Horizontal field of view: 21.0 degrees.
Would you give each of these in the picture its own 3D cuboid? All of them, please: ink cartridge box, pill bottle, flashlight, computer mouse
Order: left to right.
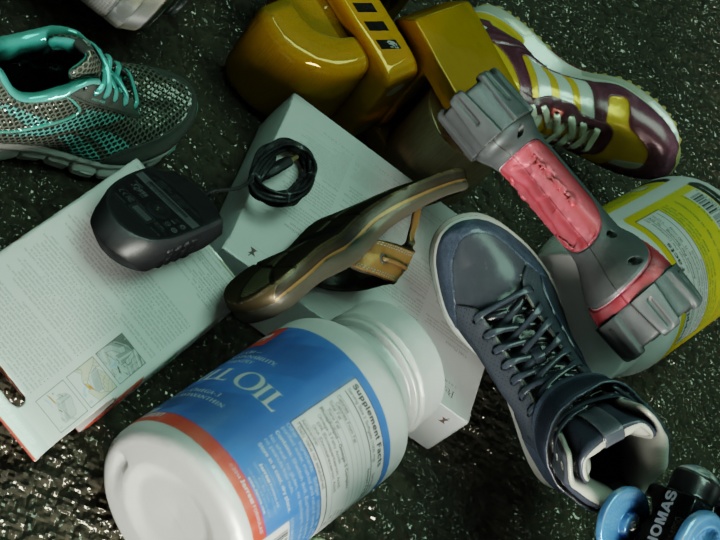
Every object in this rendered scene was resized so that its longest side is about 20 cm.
[{"bbox_3d":[-0.166,0.028,1.125,0.109,0.050,0.200,50,45,-1],"label":"ink cartridge box"},{"bbox_3d":[-0.092,-0.041,1.177,0.059,0.034,0.200,44,36,18],"label":"computer mouse"},{"bbox_3d":[-0.043,0.096,1.125,0.200,0.112,0.112,-33,85,-42],"label":"pill bottle"},{"bbox_3d":[0.128,-0.037,1.225,0.068,0.068,0.200,-38,87,-29],"label":"flashlight"},{"bbox_3d":[0.188,0.008,1.362,0.115,0.114,0.200,56,36,6],"label":"pill bottle"}]

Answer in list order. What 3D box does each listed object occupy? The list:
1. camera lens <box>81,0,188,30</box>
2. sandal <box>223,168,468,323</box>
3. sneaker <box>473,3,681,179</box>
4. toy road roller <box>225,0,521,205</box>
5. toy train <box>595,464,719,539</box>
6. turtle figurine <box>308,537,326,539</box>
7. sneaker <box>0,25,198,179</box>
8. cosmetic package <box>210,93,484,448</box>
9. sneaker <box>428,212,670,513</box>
[{"bbox_3d":[-0.168,-0.265,1.237,0.200,0.160,0.160,38,45,-13],"label":"camera lens"},{"bbox_3d":[-0.002,-0.008,1.193,0.200,0.081,0.055,-37,104,-46],"label":"sandal"},{"bbox_3d":[0.139,-0.115,1.435,0.199,0.075,0.090,31,46,12],"label":"sneaker"},{"bbox_3d":[0.001,-0.132,1.322,0.146,0.123,0.201,-25,79,-31],"label":"toy road roller"},{"bbox_3d":[0.176,0.216,1.142,0.114,0.086,0.201,32,78,-41],"label":"toy train"},{"bbox_3d":[0.003,0.232,1.111,0.194,0.200,0.144,21,25,-53],"label":"turtle figurine"},{"bbox_3d":[-0.173,-0.107,1.178,0.199,0.091,0.078,-5,67,-41],"label":"sneaker"},{"bbox_3d":[0.000,0.000,1.276,0.200,0.052,0.151,36,44,-15],"label":"cosmetic package"},{"bbox_3d":[0.118,0.058,1.197,0.077,0.146,0.203,-31,101,-6],"label":"sneaker"}]
